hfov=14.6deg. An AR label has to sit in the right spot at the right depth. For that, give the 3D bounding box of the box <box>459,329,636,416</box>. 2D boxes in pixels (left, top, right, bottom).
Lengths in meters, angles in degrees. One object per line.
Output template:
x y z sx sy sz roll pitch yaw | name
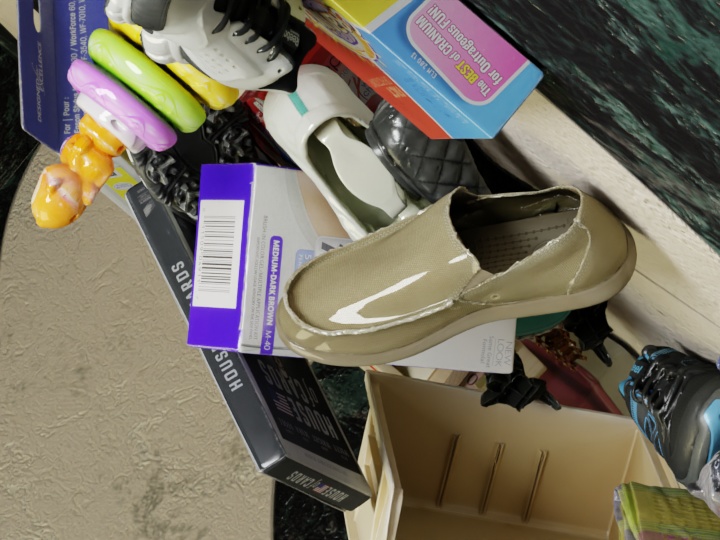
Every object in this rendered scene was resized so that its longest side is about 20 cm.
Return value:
0.116 0.131 2.033 0.128 0.200 0.109 34 174 47 | box

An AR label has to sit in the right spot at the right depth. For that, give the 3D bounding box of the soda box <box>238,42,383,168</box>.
-0.030 -0.104 1.695 0.063 0.070 0.200 42 175 -6 | soda box

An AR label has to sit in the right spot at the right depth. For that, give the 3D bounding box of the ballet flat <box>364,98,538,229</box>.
0.078 -0.044 1.568 0.200 0.057 0.067 35 -155 -45 | ballet flat

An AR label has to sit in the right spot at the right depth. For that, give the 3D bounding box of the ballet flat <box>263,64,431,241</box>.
0.019 -0.036 1.585 0.200 0.070 0.069 44 174 -33 | ballet flat

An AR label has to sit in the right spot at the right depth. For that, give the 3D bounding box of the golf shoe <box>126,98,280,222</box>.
-0.102 -0.073 1.686 0.094 0.078 0.200 40 172 41 | golf shoe

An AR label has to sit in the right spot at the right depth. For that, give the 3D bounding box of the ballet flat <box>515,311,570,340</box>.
0.036 0.010 1.764 0.199 0.072 0.072 0 -163 -29 | ballet flat

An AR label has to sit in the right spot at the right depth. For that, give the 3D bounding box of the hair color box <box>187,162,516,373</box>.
0.000 0.000 1.661 0.199 0.110 0.065 5 179 -36 | hair color box

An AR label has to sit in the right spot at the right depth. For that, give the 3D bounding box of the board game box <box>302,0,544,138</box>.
-0.014 -0.141 1.347 0.200 0.040 0.153 40 176 -8 | board game box

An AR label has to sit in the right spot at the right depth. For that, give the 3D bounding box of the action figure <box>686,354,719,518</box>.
0.252 0.131 1.552 0.200 0.105 0.193 40 167 -37 | action figure

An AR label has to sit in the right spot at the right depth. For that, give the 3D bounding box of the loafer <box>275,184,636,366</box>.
0.046 -0.007 1.508 0.068 0.199 0.076 68 -171 -46 | loafer

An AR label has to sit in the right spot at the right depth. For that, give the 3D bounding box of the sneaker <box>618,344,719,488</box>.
0.196 0.088 1.737 0.082 0.073 0.200 38 176 4 | sneaker

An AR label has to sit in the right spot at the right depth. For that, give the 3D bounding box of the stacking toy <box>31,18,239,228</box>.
-0.113 -0.104 1.514 0.110 0.200 0.116 38 177 10 | stacking toy

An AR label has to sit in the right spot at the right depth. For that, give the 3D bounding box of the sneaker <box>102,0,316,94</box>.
-0.062 -0.127 1.278 0.080 0.074 0.200 24 178 8 | sneaker

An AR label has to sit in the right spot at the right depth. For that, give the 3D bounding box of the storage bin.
0.098 0.160 1.805 0.199 0.094 0.199 11 -161 -9 | storage bin

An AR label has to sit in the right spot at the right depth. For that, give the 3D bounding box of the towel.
0.248 0.166 1.678 0.199 0.023 0.144 8 -167 -1 | towel

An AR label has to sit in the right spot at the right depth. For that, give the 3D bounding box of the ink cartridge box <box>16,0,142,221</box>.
-0.155 -0.146 1.737 0.047 0.199 0.200 -9 161 13 | ink cartridge box

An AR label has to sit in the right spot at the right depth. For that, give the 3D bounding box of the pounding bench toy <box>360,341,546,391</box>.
0.032 0.008 1.987 0.156 0.124 0.200 43 175 -38 | pounding bench toy

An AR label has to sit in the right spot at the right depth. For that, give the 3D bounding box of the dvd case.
-0.067 0.047 1.725 0.201 0.025 0.150 62 -169 22 | dvd case

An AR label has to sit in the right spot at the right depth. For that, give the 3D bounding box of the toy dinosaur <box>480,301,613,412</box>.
0.103 0.016 1.876 0.199 0.102 0.136 12 -150 -41 | toy dinosaur
